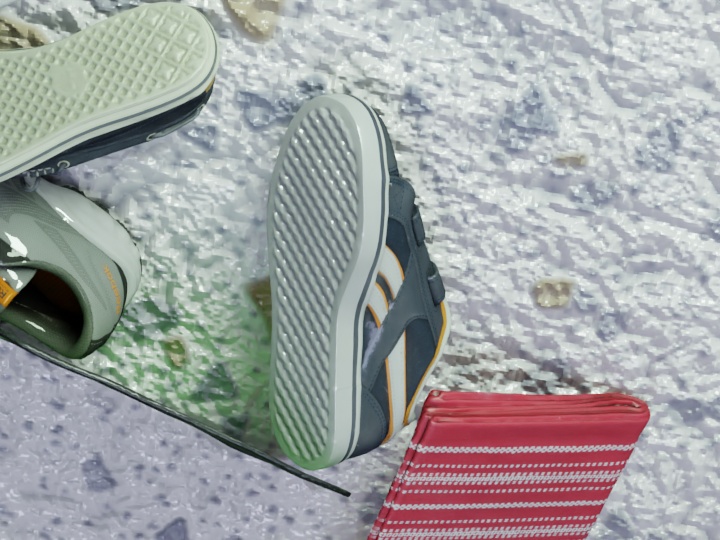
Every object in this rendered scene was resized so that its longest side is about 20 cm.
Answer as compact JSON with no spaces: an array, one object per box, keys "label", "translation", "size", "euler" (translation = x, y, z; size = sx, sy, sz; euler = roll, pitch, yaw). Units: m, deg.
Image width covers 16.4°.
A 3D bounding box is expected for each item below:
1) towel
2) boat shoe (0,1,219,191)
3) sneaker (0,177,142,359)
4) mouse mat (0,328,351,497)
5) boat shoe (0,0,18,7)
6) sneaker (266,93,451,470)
[{"label":"towel","translation":[0.065,0.142,1.376],"size":[0.144,0.023,0.201],"euler":[2,131,-27]},{"label":"boat shoe","translation":[-0.162,-0.077,1.225],"size":[0.198,0.075,0.062],"euler":[-17,162,2]},{"label":"sneaker","translation":[-0.199,-0.028,1.272],"size":[0.199,0.080,0.074],"euler":[34,124,-17]},{"label":"mouse mat","translation":[-0.107,0.072,1.306],"size":[0.199,0.161,0.008],"euler":[27,85,-12]},{"label":"boat shoe","translation":[-0.252,-0.121,1.211],"size":[0.199,0.074,0.067],"euler":[-19,121,17]},{"label":"sneaker","translation":[0.000,0.000,1.277],"size":[0.079,0.078,0.202],"euler":[-15,122,-38]}]
